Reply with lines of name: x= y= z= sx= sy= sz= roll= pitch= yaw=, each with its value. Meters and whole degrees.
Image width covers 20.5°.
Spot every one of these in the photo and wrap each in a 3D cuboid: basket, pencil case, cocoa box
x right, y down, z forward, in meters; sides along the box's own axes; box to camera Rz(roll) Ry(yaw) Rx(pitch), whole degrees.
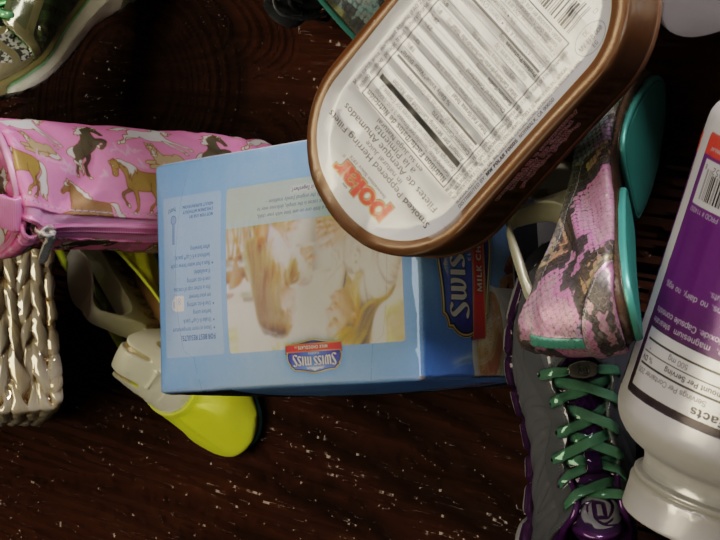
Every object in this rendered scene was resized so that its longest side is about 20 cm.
basket: x=-0.276 y=0.006 z=1.266 sx=0.200 sy=0.160 sz=0.199 roll=145 pitch=122 yaw=-77
pencil case: x=-0.135 y=-0.043 z=1.166 sx=0.083 sy=0.199 sz=0.087 roll=-22 pitch=72 yaw=51
cocoa box: x=0.000 y=0.000 z=1.079 sx=0.199 sy=0.131 sz=0.134 roll=-6 pitch=83 yaw=43

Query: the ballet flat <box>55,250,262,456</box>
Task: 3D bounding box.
ballet flat: x=-0.136 y=0.040 z=1.248 sx=0.067 sy=0.067 sz=0.200 roll=-52 pitch=56 yaw=27

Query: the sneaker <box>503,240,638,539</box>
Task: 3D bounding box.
sneaker: x=0.116 y=0.087 z=0.980 sx=0.088 sy=0.074 sz=0.201 roll=-134 pitch=39 yaw=-75

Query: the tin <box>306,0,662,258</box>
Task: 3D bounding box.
tin: x=0.053 y=-0.092 z=0.929 sx=0.200 sy=0.042 sz=0.112 roll=-49 pitch=64 yaw=24

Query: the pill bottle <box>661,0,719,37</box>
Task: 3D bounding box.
pill bottle: x=0.134 y=-0.217 z=0.978 sx=0.116 sy=0.116 sz=0.200 roll=-50 pitch=57 yaw=29

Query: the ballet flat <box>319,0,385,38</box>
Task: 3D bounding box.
ballet flat: x=-0.018 y=-0.186 z=1.011 sx=0.071 sy=0.200 sz=0.069 roll=-33 pitch=28 yaw=29

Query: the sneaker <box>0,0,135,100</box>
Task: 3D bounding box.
sneaker: x=-0.210 y=-0.175 z=1.243 sx=0.077 sy=0.200 sz=0.089 roll=-5 pitch=126 yaw=48

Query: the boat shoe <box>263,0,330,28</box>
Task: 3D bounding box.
boat shoe: x=-0.037 y=-0.177 z=1.164 sx=0.199 sy=0.074 sz=0.066 roll=41 pitch=117 yaw=37

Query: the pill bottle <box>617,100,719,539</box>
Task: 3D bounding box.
pill bottle: x=0.187 y=0.026 z=0.917 sx=0.112 sy=0.112 sz=0.201 roll=27 pitch=106 yaw=41

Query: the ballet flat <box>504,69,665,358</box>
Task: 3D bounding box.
ballet flat: x=0.106 y=-0.033 z=0.957 sx=0.071 sy=0.069 sz=0.200 roll=-3 pitch=40 yaw=16
